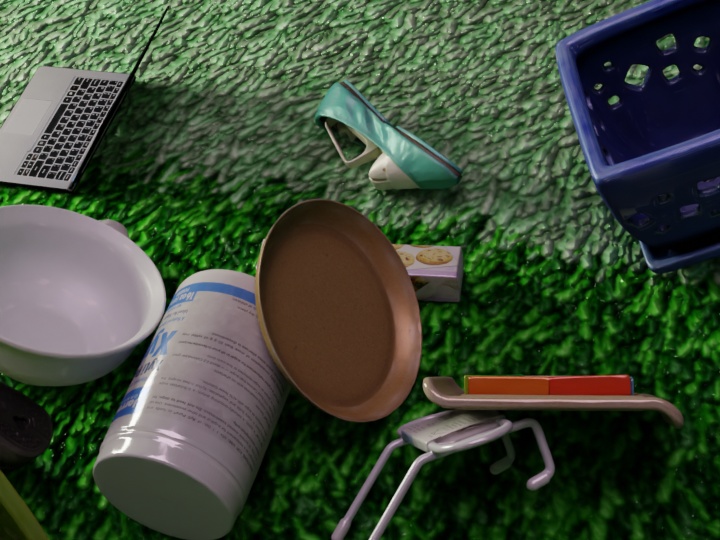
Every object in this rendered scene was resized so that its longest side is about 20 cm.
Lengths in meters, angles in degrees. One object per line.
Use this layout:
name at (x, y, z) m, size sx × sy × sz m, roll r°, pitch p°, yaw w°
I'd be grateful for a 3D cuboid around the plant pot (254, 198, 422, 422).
plant pot at (-0.022, 0.037, 1.162) m, size 0.027 × 0.200 × 0.201 m, roll -21°, pitch 37°, yaw 40°

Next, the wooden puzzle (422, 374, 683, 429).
wooden puzzle at (0.158, 0.099, 1.072) m, size 0.197 × 0.185 × 0.038 m, roll 4°, pitch 86°, yaw 11°

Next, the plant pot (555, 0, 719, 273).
plant pot at (0.311, -0.125, 1.208) m, size 0.198 × 0.180 × 0.201 m, roll -21°, pitch 46°, yaw 16°

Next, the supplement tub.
supplement tub at (-0.133, 0.112, 1.132) m, size 0.130 × 0.133 × 0.201 m, roll 8°, pitch 50°, yaw 16°

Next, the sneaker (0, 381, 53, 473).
sneaker at (-0.376, 0.114, 1.156) m, size 0.114 × 0.199 × 0.077 m, roll -36°, pitch 22°, yaw 37°

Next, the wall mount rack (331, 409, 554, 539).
wall mount rack at (0.056, 0.165, 1.054) m, size 0.172 × 0.200 × 0.075 m, roll -19°, pitch 91°, yaw -10°

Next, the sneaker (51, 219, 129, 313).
sneaker at (-0.290, 0.032, 1.267) m, size 0.199 × 0.078 × 0.099 m, roll -34°, pitch 56°, yaw -18°

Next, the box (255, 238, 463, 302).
box at (0.000, 0.000, 1.267) m, size 0.198 × 0.039 × 0.042 m, roll 3°, pitch 49°, yaw 12°

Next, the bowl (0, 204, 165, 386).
bowl at (-0.280, 0.037, 1.173) m, size 0.199 × 0.091 × 0.202 m, roll 17°, pitch 35°, yaw -12°

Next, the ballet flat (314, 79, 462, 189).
ballet flat at (0.022, -0.123, 1.363) m, size 0.071 × 0.067 × 0.200 m, roll -49°, pitch 55°, yaw 0°

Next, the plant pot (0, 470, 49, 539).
plant pot at (-0.386, 0.220, 1.045) m, size 0.181 × 0.201 × 0.199 m, roll 26°, pitch 58°, yaw 35°

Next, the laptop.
laptop at (-0.317, -0.192, 1.436) m, size 0.198 × 0.117 × 0.188 m, roll 8°, pitch 50°, yaw 16°
